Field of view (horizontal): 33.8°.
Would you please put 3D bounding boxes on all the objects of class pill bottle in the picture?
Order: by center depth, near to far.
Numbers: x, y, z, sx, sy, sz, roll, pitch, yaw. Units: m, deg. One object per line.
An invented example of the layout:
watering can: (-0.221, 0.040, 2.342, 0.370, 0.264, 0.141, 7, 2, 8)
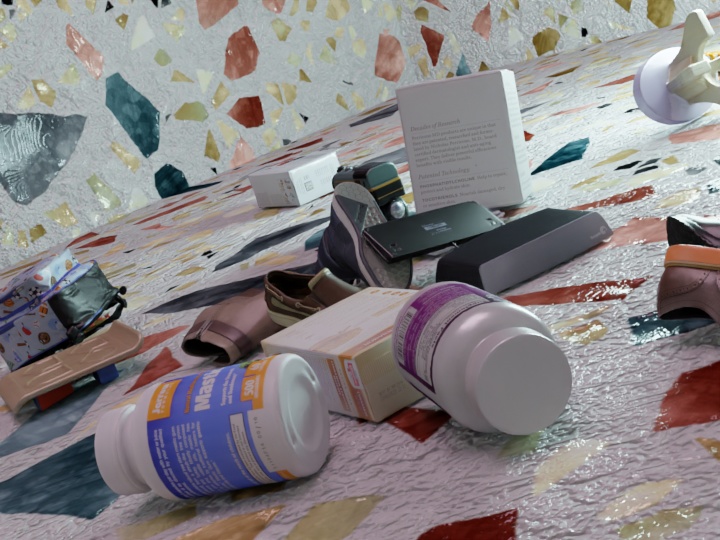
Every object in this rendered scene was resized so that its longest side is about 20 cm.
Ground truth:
pill bottle: (0.105, 0.077, 1.025, 0.112, 0.112, 0.200, -22, 13, -11)
pill bottle: (-0.138, 0.149, 1.085, 0.200, 0.112, 0.112, -14, 13, 20)

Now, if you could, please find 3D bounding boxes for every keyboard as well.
keyboard: (0.113, -0.039, 1.569, 0.200, 0.021, 0.127, -16, 42, -32)

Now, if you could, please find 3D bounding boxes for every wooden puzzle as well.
wooden puzzle: (-0.408, 0.143, 1.679, 0.200, 0.046, 0.185, -29, 15, -19)

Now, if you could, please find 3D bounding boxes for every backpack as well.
backpack: (-0.499, 0.069, 1.872, 0.190, 0.154, 0.200, -38, 4, 21)

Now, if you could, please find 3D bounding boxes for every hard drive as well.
hard drive: (0.200, -0.027, 1.480, 0.200, 0.042, 0.135, -25, 16, -23)

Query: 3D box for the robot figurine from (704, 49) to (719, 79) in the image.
robot figurine: (0.643, -0.377, 2.274, 0.200, 0.058, 0.145, -29, 16, -34)

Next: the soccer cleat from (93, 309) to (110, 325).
soccer cleat: (-0.515, 0.065, 2.083, 0.200, 0.078, 0.069, -7, 17, 43)

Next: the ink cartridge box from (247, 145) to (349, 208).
ink cartridge box: (-0.125, -0.211, 2.663, 0.175, 0.084, 0.200, -26, 15, -28)

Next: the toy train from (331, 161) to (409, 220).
toy train: (0.013, -0.129, 2.036, 0.085, 0.114, 0.200, -24, 13, -22)

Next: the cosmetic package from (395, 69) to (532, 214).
cosmetic package: (0.164, -0.196, 1.824, 0.166, 0.200, 0.167, -9, 6, 15)

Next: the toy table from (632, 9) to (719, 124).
toy table: (0.561, -0.326, 1.970, 0.200, 0.184, 0.117, -39, 5, -35)

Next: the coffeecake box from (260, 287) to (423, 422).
coffeecake box: (0.013, 0.081, 1.232, 0.153, 0.073, 0.200, -26, 14, -28)

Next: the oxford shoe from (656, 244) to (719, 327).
oxford shoe: (0.348, 0.030, 1.010, 0.200, 0.073, 0.071, 10, -14, 43)

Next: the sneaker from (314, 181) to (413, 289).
sneaker: (0.001, -0.001, 1.613, 0.077, 0.146, 0.203, -2, 46, -25)

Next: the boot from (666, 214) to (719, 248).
boot: (0.397, -0.024, 1.153, 0.131, 0.070, 0.200, -19, 23, -12)

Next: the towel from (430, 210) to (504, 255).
towel: (0.108, -0.055, 1.790, 0.147, 0.024, 0.200, -26, 14, -27)

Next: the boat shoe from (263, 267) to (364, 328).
boat shoe: (-0.040, 0.037, 1.421, 0.202, 0.075, 0.075, 6, 36, 35)

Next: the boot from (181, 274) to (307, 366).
boot: (-0.131, 0.071, 1.539, 0.200, 0.070, 0.146, -5, 27, 39)
